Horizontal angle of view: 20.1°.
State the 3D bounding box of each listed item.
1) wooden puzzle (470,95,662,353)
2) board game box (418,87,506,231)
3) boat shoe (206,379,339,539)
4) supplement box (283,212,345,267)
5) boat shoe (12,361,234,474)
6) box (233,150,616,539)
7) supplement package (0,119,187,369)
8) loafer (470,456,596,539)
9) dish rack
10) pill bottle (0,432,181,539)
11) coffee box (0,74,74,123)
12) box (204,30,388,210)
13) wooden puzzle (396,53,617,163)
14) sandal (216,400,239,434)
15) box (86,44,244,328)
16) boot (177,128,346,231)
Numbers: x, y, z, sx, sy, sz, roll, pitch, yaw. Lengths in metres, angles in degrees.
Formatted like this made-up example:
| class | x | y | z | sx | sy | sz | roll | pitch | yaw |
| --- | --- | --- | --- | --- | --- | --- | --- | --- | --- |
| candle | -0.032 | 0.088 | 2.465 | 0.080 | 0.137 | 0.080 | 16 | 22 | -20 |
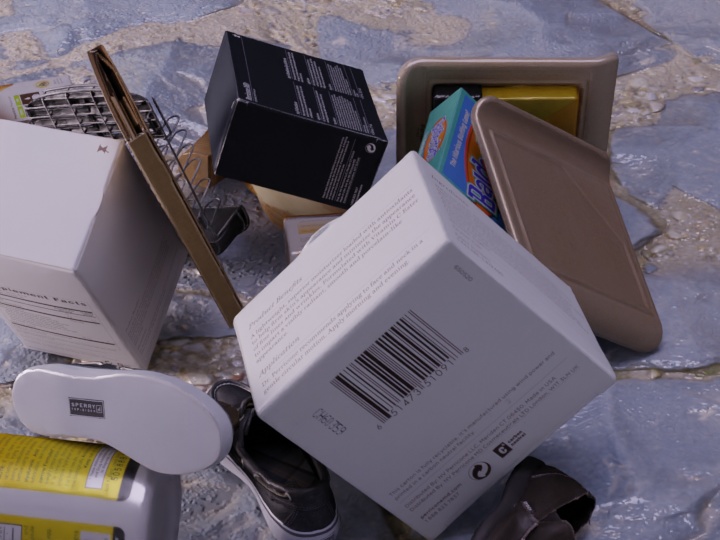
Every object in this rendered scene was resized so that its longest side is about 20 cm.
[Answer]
| class | x | y | z | sx | sy | sz | roll | pitch | yaw |
| --- | --- | --- | --- | --- | --- | --- | --- | --- | --- |
| wooden puzzle | 0.171 | -0.035 | 1.728 | 0.184 | 0.037 | 0.201 | 21 | 47 | -42 |
| board game box | 0.132 | -0.046 | 1.759 | 0.200 | 0.045 | 0.152 | 42 | 33 | -16 |
| boat shoe | -0.073 | 0.134 | 1.576 | 0.069 | 0.067 | 0.200 | -12 | 36 | -17 |
| supplement box | 0.000 | 0.000 | 1.719 | 0.125 | 0.074 | 0.200 | -3 | 10 | -3 |
| boat shoe | -0.163 | 0.097 | 1.461 | 0.199 | 0.069 | 0.056 | 10 | 14 | 35 |
| box | 0.045 | 0.058 | 1.515 | 0.199 | 0.200 | 0.131 | -42 | 32 | 16 |
| supplement package | -0.238 | -0.019 | 1.673 | 0.119 | 0.200 | 0.122 | 11 | 66 | 16 |
| loafer | 0.125 | 0.205 | 1.474 | 0.071 | 0.073 | 0.200 | 9 | 35 | 18 |
| dish rack | -0.202 | -0.091 | 1.794 | 0.153 | 0.201 | 0.055 | -2 | 42 | 28 |
| pill bottle | -0.239 | 0.177 | 1.491 | 0.199 | 0.112 | 0.112 | 6 | 35 | 9 |
| coffee box | -0.360 | -0.105 | 1.906 | 0.199 | 0.115 | 0.080 | -10 | 35 | -14 |
| box | -0.063 | -0.138 | 1.844 | 0.140 | 0.079 | 0.200 | 17 | 21 | -14 |
| wooden puzzle | 0.132 | -0.126 | 1.861 | 0.199 | 0.185 | 0.037 | -4 | 54 | -2 |
| sandal | -0.152 | 0.131 | 1.570 | 0.081 | 0.055 | 0.200 | -6 | 0 | -31 |
| box | -0.158 | -0.069 | 1.650 | 0.021 | 0.201 | 0.164 | -29 | 36 | -3 |
| boot | -0.061 | -0.103 | 1.939 | 0.200 | 0.071 | 0.144 | 21 | 34 | 22 |
